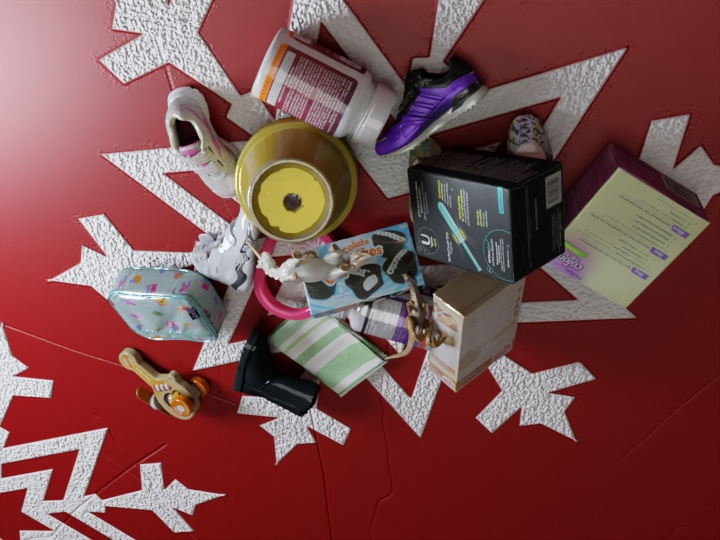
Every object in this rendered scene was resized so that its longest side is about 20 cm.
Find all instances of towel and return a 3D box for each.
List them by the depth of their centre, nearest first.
[{"bbox_3d":[-0.065,0.154,1.538,0.200,0.023,0.153,39,122,-17],"label":"towel"}]

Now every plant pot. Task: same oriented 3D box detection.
[{"bbox_3d":[-0.102,-0.129,1.225,0.200,0.189,0.201,0,109,-1],"label":"plant pot"}]

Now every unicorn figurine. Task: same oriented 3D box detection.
[{"bbox_3d":[-0.091,-0.007,1.285,0.200,0.137,0.074,10,81,-9],"label":"unicorn figurine"}]

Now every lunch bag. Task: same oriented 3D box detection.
[{"bbox_3d":[-0.356,0.070,1.471,0.200,0.077,0.161,3,140,19],"label":"lunch bag"}]

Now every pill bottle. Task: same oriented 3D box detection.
[{"bbox_3d":[-0.053,-0.273,1.194,0.200,0.114,0.114,26,124,-8],"label":"pill bottle"},{"bbox_3d":[0.046,0.066,1.407,0.200,0.111,0.112,16,125,-1],"label":"pill bottle"}]

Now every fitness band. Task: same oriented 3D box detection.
[{"bbox_3d":[-0.116,-0.001,1.425,0.143,0.037,0.200,21,117,-1],"label":"fitness band"}]

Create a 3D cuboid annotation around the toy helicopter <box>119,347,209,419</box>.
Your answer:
[{"bbox_3d":[-0.424,0.238,1.638,0.200,0.079,0.132,42,130,-6],"label":"toy helicopter"}]

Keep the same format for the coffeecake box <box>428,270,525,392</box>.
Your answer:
[{"bbox_3d":[0.198,0.090,1.349,0.073,0.153,0.200,38,147,33],"label":"coffeecake box"}]

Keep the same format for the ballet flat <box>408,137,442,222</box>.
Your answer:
[{"bbox_3d":[0.111,-0.120,1.299,0.071,0.071,0.200,-1,124,10],"label":"ballet flat"}]

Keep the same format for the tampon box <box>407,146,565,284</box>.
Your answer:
[{"bbox_3d":[0.189,-0.090,1.190,0.200,0.126,0.150,20,126,46],"label":"tampon box"}]

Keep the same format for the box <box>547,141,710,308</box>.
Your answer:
[{"bbox_3d":[0.415,-0.070,1.264,0.176,0.097,0.200,28,123,-10],"label":"box"}]

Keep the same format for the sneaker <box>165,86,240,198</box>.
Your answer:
[{"bbox_3d":[-0.265,-0.197,1.295,0.081,0.088,0.200,-20,118,21],"label":"sneaker"}]

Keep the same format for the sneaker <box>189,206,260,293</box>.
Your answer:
[{"bbox_3d":[-0.239,-0.051,1.397,0.115,0.075,0.200,13,127,-2],"label":"sneaker"}]

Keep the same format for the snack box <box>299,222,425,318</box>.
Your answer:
[{"bbox_3d":[0.000,0.000,1.346,0.200,0.116,0.037,-16,164,2],"label":"snack box"}]

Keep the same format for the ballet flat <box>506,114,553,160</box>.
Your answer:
[{"bbox_3d":[0.268,-0.140,1.224,0.072,0.072,0.201,-4,112,12],"label":"ballet flat"}]

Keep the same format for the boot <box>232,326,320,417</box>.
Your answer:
[{"bbox_3d":[-0.157,0.203,1.544,0.168,0.076,0.200,20,137,-1],"label":"boot"}]

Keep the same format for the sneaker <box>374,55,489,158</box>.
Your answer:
[{"bbox_3d":[0.090,-0.259,1.214,0.200,0.070,0.100,-32,107,22],"label":"sneaker"}]

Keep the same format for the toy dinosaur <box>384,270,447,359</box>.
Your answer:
[{"bbox_3d":[0.094,0.095,1.315,0.060,0.106,0.200,-7,122,-19],"label":"toy dinosaur"}]
